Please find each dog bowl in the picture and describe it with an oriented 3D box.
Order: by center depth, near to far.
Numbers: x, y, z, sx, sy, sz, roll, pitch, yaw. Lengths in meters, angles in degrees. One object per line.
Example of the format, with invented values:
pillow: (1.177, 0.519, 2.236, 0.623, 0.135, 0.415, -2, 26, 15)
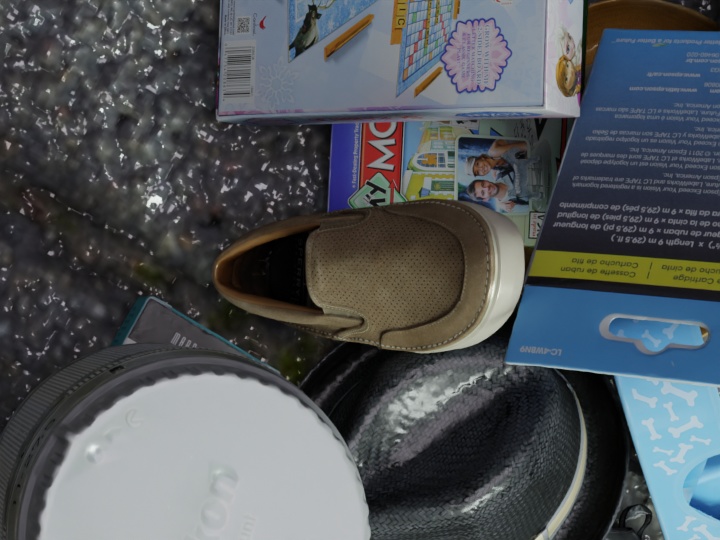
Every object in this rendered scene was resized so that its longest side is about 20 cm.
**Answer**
dog bowl: (0.168, 0.078, 1.097, 0.049, 0.200, 0.112, -15, 48, 7)

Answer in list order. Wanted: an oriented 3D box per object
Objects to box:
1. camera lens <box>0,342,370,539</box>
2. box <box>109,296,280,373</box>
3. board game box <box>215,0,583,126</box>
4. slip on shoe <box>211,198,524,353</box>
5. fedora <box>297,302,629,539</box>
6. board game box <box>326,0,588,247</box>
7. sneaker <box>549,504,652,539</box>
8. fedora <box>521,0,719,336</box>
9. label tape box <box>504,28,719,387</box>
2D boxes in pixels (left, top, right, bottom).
camera lens: (-0.088, 0.115, 0.958, 0.159, 0.200, 0.161, 0, 89, -15)
box: (-0.128, 0.119, 1.077, 0.082, 0.049, 0.201, 31, 82, -12)
board game box: (0.020, -0.176, 1.061, 0.041, 0.199, 0.201, 4, 88, -58)
slip on shoe: (0.000, 0.000, 1.033, 0.060, 0.200, 0.076, 2, 92, -37)
fedora: (0.040, 0.094, 1.066, 0.200, 0.092, 0.202, -2, 70, 5)
board game box: (0.053, -0.114, 1.108, 0.134, 0.029, 0.201, 2, 88, 15)
sneaker: (0.085, 0.194, 1.120, 0.199, 0.075, 0.114, -17, 92, -20)
fedora: (0.163, -0.053, 1.138, 0.200, 0.082, 0.202, 0, 89, -14)
label tape box: (0.167, -0.021, 0.998, 0.143, 0.066, 0.201, 5, 60, 26)
